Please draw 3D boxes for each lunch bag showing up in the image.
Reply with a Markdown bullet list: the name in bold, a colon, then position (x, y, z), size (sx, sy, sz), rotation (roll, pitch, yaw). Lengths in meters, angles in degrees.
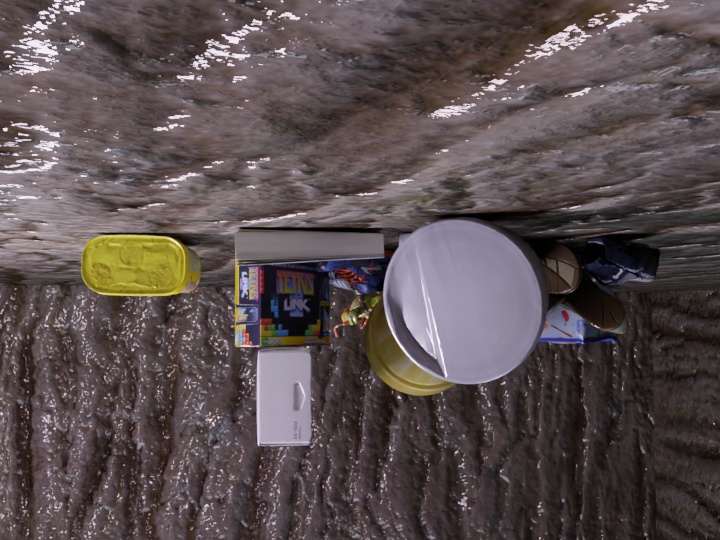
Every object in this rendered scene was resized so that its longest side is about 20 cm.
- **lunch bag**: position (0.385, 0.055, 1.514), size (0.123, 0.171, 0.200), rotation (3, 174, -33)

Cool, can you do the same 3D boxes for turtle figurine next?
- **turtle figurine**: position (0.023, 0.070, 1.624), size (0.161, 0.065, 0.200), rotation (-28, 172, 16)

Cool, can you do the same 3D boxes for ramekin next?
- **ramekin**: position (0.136, 0.031, 0.962), size (0.202, 0.203, 0.094), rotation (-2, -173, 28)

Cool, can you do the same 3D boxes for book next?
- **book**: position (-0.070, -0.034, 1.114), size (0.199, 0.048, 0.134), rotation (-2, -179, -2)

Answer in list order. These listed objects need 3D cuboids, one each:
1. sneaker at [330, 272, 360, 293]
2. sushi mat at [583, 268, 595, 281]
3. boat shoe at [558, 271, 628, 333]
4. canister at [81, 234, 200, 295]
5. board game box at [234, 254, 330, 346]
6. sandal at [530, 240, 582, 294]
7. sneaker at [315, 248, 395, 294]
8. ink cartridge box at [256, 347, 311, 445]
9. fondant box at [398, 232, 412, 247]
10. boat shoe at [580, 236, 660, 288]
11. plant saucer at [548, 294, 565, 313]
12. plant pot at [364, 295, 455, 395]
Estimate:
- **sneaker**: position (-0.032, 0.010, 1.597), size (0.081, 0.074, 0.200), rotation (3, 175, -1)
- **sushi mat**: position (0.317, 0.035, 1.383), size (0.199, 0.012, 0.096), rotation (-21, -172, 19)
- **boat shoe**: position (0.349, 0.036, 1.284), size (0.200, 0.073, 0.063), rotation (48, -170, 37)
- **canister**: position (-0.327, -0.005, 1.215), size (0.148, 0.087, 0.200), rotation (1, 178, -4)
- **board game box**: position (-0.125, 0.043, 1.308), size (0.056, 0.166, 0.200), rotation (-2, 176, 30)
- **sandal**: position (0.285, -0.004, 1.244), size (0.054, 0.081, 0.200), rotation (13, 177, -25)
- **sneaker**: position (0.000, 0.000, 1.332), size (0.075, 0.079, 0.200), rotation (-4, 175, 40)
- **ink cartridge box**: position (-0.125, 0.197, 1.268), size (0.082, 0.147, 0.200), rotation (0, 174, -7)
- **fondant box**: position (0.156, -0.020, 1.165), size (0.144, 0.059, 0.200), rotation (0, 176, 24)
- **boat shoe**: position (0.373, -0.019, 1.209), size (0.092, 0.075, 0.200), rotation (14, 174, -4)
- **plant saucer**: position (0.231, 0.097, 1.225), size (0.200, 0.037, 0.200), rotation (-39, 168, -10)
- **plant pot**: position (0.115, 0.098, 1.323), size (0.200, 0.202, 0.189), rotation (0, 163, -7)
